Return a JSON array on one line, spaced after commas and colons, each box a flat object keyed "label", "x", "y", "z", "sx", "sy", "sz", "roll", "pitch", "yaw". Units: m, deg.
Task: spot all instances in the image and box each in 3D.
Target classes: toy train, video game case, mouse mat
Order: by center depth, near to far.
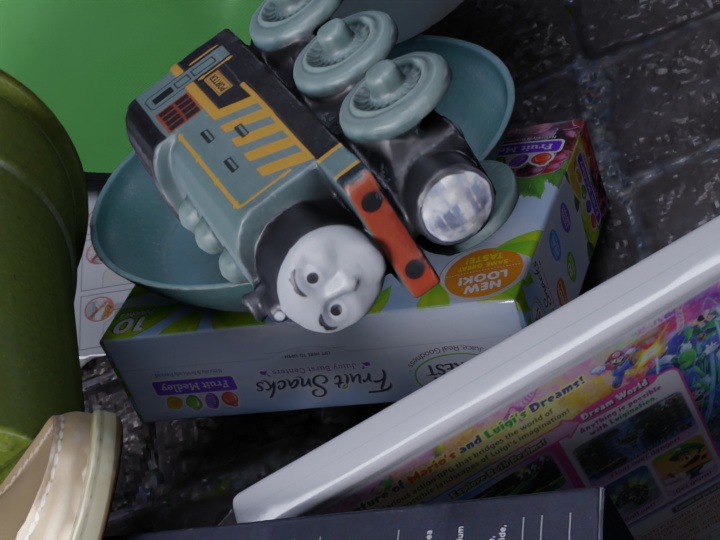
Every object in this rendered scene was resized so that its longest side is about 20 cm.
[{"label": "video game case", "x": 0.075, "y": 0.083, "z": 0.717, "sx": 0.199, "sy": 0.182, "sz": 0.024, "roll": -30, "pitch": 49, "yaw": 4}, {"label": "toy train", "x": -0.020, "y": -0.044, "z": 0.766, "sx": 0.114, "sy": 0.085, "sz": 0.200, "roll": -37, "pitch": 33, "yaw": -3}, {"label": "mouse mat", "x": -0.118, "y": -0.124, "z": 1.006, "sx": 0.198, "sy": 0.008, "sz": 0.162, "roll": 3, "pitch": 80, "yaw": 24}]

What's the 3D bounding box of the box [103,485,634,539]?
[{"label": "box", "x": 0.023, "y": 0.171, "z": 0.665, "sx": 0.181, "sy": 0.200, "sz": 0.105, "roll": -9, "pitch": 52, "yaw": 20}]

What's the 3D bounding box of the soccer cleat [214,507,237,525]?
[{"label": "soccer cleat", "x": -0.080, "y": 0.166, "z": 0.805, "sx": 0.200, "sy": 0.085, "sz": 0.069, "roll": -34, "pitch": 20, "yaw": 37}]

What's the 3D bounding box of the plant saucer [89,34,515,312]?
[{"label": "plant saucer", "x": -0.022, "y": -0.039, "z": 0.865, "sx": 0.199, "sy": 0.036, "sz": 0.200, "roll": -16, "pitch": 30, "yaw": 10}]

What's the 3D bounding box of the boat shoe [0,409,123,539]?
[{"label": "boat shoe", "x": -0.145, "y": 0.124, "z": 0.666, "sx": 0.201, "sy": 0.065, "sz": 0.072, "roll": -56, "pitch": 17, "yaw": 23}]

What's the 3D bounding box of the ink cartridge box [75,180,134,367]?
[{"label": "ink cartridge box", "x": -0.168, "y": 0.000, "z": 1.012, "sx": 0.198, "sy": 0.057, "sz": 0.163, "roll": -5, "pitch": 51, "yaw": 0}]

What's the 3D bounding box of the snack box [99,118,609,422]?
[{"label": "snack box", "x": 0.000, "y": 0.000, "z": 0.878, "sx": 0.199, "sy": 0.053, "sz": 0.143, "roll": -7, "pitch": 34, "yaw": 25}]

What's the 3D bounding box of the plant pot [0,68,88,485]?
[{"label": "plant pot", "x": -0.183, "y": 0.045, "z": 0.762, "sx": 0.199, "sy": 0.200, "sz": 0.190, "roll": -31, "pitch": 45, "yaw": 3}]

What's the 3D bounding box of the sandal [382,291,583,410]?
[{"label": "sandal", "x": 0.036, "y": 0.079, "z": 0.827, "sx": 0.200, "sy": 0.055, "sz": 0.082, "roll": -47, "pitch": 49, "yaw": -12}]

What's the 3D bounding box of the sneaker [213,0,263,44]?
[{"label": "sneaker", "x": -0.016, "y": -0.139, "z": 1.012, "sx": 0.075, "sy": 0.081, "sz": 0.201, "roll": 29, "pitch": 91, "yaw": 27}]

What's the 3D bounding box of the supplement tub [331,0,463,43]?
[{"label": "supplement tub", "x": -0.028, "y": -0.213, "z": 0.907, "sx": 0.145, "sy": 0.145, "sz": 0.200, "roll": -39, "pitch": 64, "yaw": -5}]
